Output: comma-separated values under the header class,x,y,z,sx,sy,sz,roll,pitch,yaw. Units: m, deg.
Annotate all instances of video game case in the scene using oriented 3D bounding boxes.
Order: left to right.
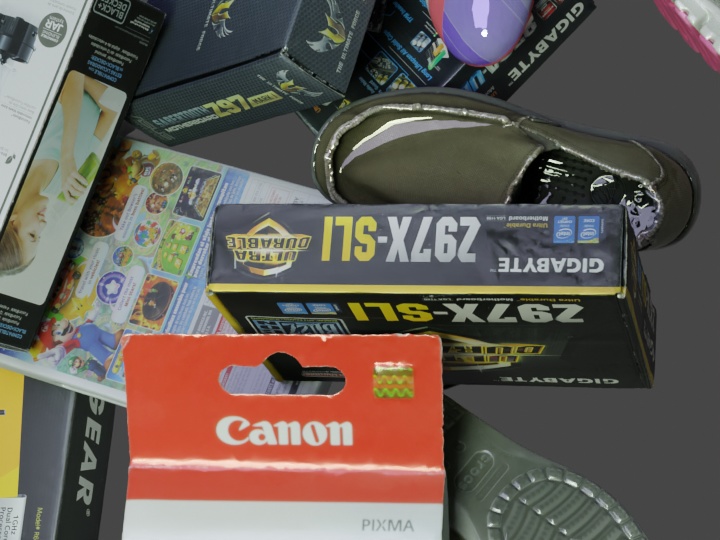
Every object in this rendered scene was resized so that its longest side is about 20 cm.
class,x,y,z,sx,sy,sz,roll,pitch,yaw
video game case,-0.097,0.009,1.345,0.199,0.018,0.144,16,75,21

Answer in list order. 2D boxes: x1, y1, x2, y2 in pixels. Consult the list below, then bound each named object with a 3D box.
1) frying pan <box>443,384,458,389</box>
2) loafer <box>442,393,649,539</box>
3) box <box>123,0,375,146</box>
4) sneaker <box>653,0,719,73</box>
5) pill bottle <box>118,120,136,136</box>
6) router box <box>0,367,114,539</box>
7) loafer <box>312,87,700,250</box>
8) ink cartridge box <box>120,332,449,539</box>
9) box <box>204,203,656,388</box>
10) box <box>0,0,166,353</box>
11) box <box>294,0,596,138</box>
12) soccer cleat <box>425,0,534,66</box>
class,x,y,z,sx,sy,sz,roll,pitch,yaw
frying pan,0.012,-0.012,1.349,0.115,0.031,0.190,-48,57,0
loafer,0.073,0.129,1.237,0.075,0.070,0.200,-40,64,-22
box,-0.046,-0.174,1.344,0.157,0.051,0.201,-10,56,49
sneaker,0.202,-0.148,1.274,0.087,0.074,0.200,-39,57,4
pill bottle,-0.229,-0.094,1.465,0.199,0.112,0.113,-26,59,17
router box,-0.213,0.079,1.406,0.148,0.051,0.202,-4,68,24
loafer,0.071,-0.049,1.253,0.198,0.070,0.076,5,99,9
ink cartridge box,-0.036,0.133,1.189,0.161,0.050,0.202,0,107,7
box,0.039,0.014,1.210,0.198,0.160,0.050,1,70,11
box,-0.198,-0.070,1.343,0.116,0.060,0.201,22,90,35
box,0.015,-0.149,1.377,0.159,0.046,0.200,-46,47,5
soccer cleat,0.053,-0.206,1.285,0.066,0.076,0.202,-6,73,29
